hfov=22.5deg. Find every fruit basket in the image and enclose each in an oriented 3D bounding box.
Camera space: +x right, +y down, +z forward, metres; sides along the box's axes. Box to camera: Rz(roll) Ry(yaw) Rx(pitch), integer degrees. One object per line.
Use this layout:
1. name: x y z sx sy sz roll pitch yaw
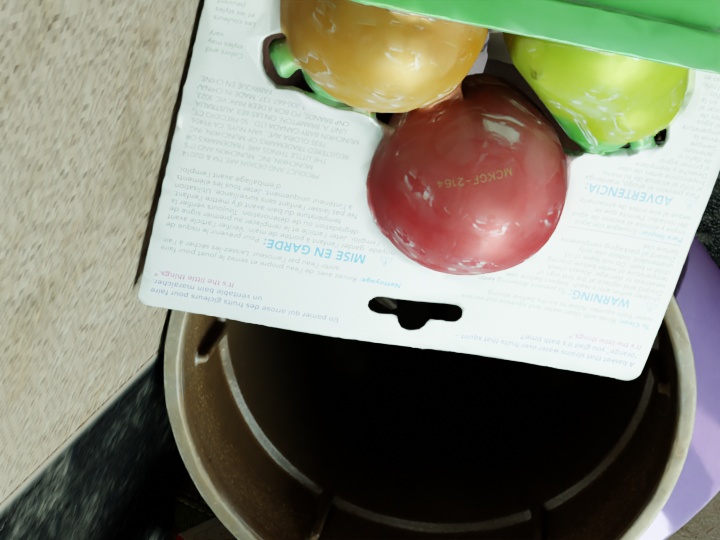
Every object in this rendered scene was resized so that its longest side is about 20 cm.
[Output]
1. fruit basket: 0.036 -0.062 0.589 0.094 0.185 0.200 -99 -158 -53

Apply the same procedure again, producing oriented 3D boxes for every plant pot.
1. plant pot: 0.034 0.008 0.764 0.198 0.200 0.201 -76 -177 -66

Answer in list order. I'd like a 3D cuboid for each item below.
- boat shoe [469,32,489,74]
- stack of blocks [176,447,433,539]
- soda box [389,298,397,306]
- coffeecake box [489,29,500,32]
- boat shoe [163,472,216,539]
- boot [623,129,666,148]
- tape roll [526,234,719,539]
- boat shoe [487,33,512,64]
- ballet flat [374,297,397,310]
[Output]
1. boat shoe: 0.032 -0.143 0.773 0.200 0.071 0.091 -69 174 -66
2. stack of blocks: -0.032 0.156 0.737 0.200 0.115 0.059 -21 134 -38
3. soda box: 0.031 -0.029 1.107 0.200 0.063 0.069 -55 164 -68
4. coffeecake box: 0.105 -0.169 0.635 0.200 0.153 0.073 62 31 -61
5. boat shoe: -0.060 0.138 0.881 0.068 0.072 0.200 -63 162 -17
6. boot: 0.175 -0.104 1.075 0.200 0.073 0.151 10 95 -69
7. tape roll: 0.099 0.060 0.906 0.200 0.085 0.200 -34 -157 16
8. boat shoe: 0.056 -0.123 0.967 0.201 0.074 0.063 120 -33 -59
9. ballet flat: 0.000 0.000 0.911 0.068 0.068 0.200 -14 124 -81
